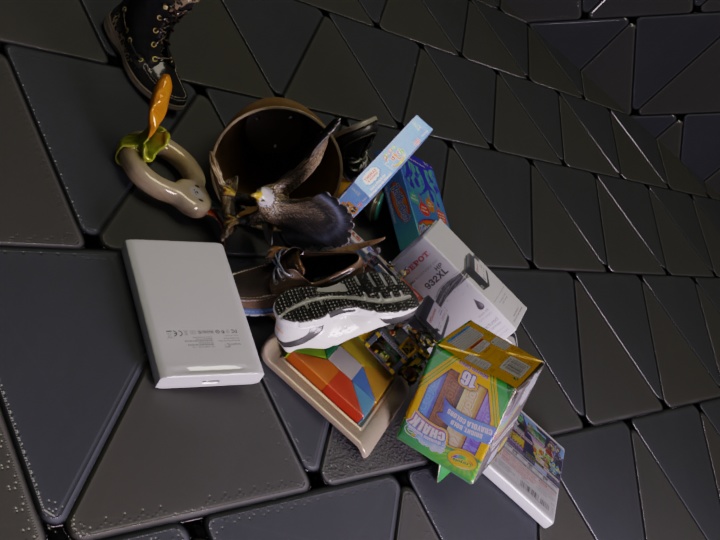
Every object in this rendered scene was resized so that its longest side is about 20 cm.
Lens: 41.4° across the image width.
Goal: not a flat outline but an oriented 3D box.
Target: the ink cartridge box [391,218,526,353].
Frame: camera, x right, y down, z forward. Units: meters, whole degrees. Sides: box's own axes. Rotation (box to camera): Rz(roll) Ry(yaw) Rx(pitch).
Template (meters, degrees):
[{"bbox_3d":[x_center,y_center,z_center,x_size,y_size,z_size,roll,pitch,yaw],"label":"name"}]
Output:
[{"bbox_3d":[0.133,0.045,1.481,0.200,0.145,0.084,46,32,-1],"label":"ink cartridge box"}]

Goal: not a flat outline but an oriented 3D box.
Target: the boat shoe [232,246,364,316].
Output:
[{"bbox_3d":[-0.092,0.004,1.248,0.200,0.072,0.072,-11,54,-16],"label":"boat shoe"}]

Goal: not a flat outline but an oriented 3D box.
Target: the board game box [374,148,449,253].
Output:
[{"bbox_3d":[0.099,-0.102,1.637,0.152,0.045,0.200,17,55,-60],"label":"board game box"}]

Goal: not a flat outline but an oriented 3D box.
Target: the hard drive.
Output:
[{"bbox_3d":[-0.205,0.049,1.152,0.132,0.026,0.200,2,51,-34],"label":"hard drive"}]

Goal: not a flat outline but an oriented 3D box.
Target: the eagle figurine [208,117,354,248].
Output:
[{"bbox_3d":[-0.096,-0.099,1.260,0.151,0.200,0.152,-78,151,-59],"label":"eagle figurine"}]

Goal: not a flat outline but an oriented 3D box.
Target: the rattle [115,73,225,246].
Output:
[{"bbox_3d":[-0.219,-0.144,1.286,0.200,0.143,0.130,42,12,5],"label":"rattle"}]

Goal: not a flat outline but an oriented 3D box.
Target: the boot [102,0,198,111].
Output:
[{"bbox_3d":[-0.293,-0.355,1.421,0.073,0.151,0.200,-6,57,-53],"label":"boot"}]

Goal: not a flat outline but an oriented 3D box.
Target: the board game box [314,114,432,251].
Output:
[{"bbox_3d":[0.008,-0.119,1.331,0.037,0.200,0.151,43,60,-4],"label":"board game box"}]

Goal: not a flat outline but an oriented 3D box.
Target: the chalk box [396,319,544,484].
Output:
[{"bbox_3d":[0.140,0.192,1.287,0.124,0.200,0.124,30,25,19],"label":"chalk box"}]

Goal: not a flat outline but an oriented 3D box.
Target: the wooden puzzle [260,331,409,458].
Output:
[{"bbox_3d":[-0.025,0.133,1.290,0.200,0.037,0.185,46,30,-1],"label":"wooden puzzle"}]

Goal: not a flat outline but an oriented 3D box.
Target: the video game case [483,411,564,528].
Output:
[{"bbox_3d":[0.227,0.269,1.456,0.200,0.023,0.182,42,31,-6],"label":"video game case"}]

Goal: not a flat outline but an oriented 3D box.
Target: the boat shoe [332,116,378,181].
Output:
[{"bbox_3d":[-0.003,-0.178,1.421,0.200,0.073,0.063,147,-80,-80],"label":"boat shoe"}]

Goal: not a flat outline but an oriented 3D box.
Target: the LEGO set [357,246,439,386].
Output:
[{"bbox_3d":[0.048,0.052,1.351,0.200,0.116,0.154,48,11,18],"label":"LEGO set"}]

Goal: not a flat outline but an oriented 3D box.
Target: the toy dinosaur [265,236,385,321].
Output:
[{"bbox_3d":[-0.071,0.000,1.336,0.106,0.060,0.200,38,64,20],"label":"toy dinosaur"}]

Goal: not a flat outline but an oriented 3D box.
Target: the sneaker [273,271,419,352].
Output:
[{"bbox_3d":[-0.021,0.056,1.236,0.200,0.080,0.074,-6,48,-19],"label":"sneaker"}]

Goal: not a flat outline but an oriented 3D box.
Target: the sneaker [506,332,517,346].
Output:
[{"bbox_3d":[0.189,0.054,1.606,0.199,0.079,0.130,37,30,-16],"label":"sneaker"}]

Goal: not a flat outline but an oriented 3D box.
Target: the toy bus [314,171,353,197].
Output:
[{"bbox_3d":[-0.046,-0.125,1.527,0.065,0.078,0.200,39,31,-12],"label":"toy bus"}]

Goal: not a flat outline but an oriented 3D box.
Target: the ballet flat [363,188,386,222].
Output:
[{"bbox_3d":[0.024,-0.140,1.664,0.064,0.067,0.200,19,29,8],"label":"ballet flat"}]

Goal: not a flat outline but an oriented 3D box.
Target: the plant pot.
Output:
[{"bbox_3d":[-0.127,-0.186,1.426,0.186,0.186,0.200,33,19,-21],"label":"plant pot"}]

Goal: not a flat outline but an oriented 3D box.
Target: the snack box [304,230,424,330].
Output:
[{"bbox_3d":[0.000,0.000,1.442,0.200,0.072,0.024,44,29,-5],"label":"snack box"}]
